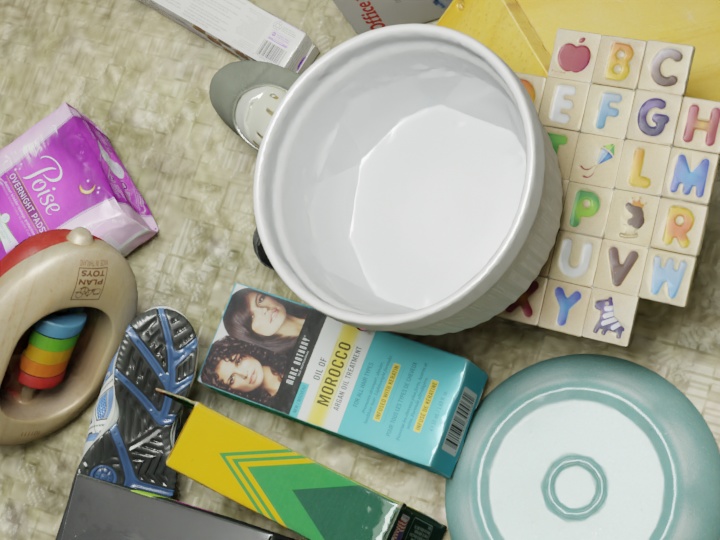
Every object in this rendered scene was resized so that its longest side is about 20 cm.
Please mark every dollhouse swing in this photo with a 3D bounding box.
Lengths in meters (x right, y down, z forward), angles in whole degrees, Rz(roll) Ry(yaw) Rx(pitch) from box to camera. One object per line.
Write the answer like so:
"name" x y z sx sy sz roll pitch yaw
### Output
"dollhouse swing" 0.171 -0.120 1.190 0.182 0.175 0.201 -51 60 44

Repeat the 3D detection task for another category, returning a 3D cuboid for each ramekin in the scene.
"ramekin" 0.039 -0.052 1.064 0.199 0.105 0.202 -7 74 24

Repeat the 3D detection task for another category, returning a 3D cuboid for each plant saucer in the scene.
"plant saucer" 0.151 0.153 1.118 0.199 0.036 0.201 -5 73 16

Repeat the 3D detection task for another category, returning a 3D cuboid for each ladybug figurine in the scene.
"ladybug figurine" -0.240 0.043 1.205 0.072 0.135 0.201 52 125 35

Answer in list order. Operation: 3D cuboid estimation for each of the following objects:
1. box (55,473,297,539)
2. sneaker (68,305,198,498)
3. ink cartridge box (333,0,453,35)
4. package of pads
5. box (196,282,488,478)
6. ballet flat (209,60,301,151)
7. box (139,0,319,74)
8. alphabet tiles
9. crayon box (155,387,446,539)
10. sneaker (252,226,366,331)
"box" -0.108 0.226 1.086 0.148 0.200 0.125 14 79 19
"sneaker" -0.166 0.120 1.209 0.075 0.077 0.201 20 98 -9
"ink cartridge box" 0.066 -0.259 1.199 0.199 0.146 0.086 -17 72 12
"package of pads" -0.271 -0.026 1.275 0.199 0.076 0.121 -34 71 5
"box" -0.015 0.078 1.171 0.199 0.049 0.083 17 80 26
"ballet flat" -0.038 -0.101 1.215 0.199 0.064 0.068 30 110 14
"box" -0.124 -0.211 1.301 0.199 0.039 0.042 31 85 22
"alphabet tiles" 0.154 -0.057 1.073 0.166 0.006 0.201 13 91 32
"crayon box" -0.049 0.152 1.130 0.199 0.127 0.051 24 82 22
"sneaker" 0.000 0.000 1.163 0.199 0.079 0.096 8 47 27
